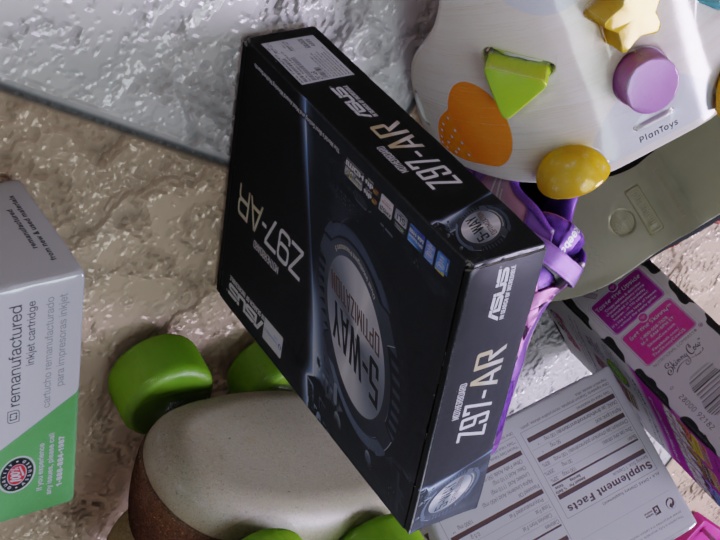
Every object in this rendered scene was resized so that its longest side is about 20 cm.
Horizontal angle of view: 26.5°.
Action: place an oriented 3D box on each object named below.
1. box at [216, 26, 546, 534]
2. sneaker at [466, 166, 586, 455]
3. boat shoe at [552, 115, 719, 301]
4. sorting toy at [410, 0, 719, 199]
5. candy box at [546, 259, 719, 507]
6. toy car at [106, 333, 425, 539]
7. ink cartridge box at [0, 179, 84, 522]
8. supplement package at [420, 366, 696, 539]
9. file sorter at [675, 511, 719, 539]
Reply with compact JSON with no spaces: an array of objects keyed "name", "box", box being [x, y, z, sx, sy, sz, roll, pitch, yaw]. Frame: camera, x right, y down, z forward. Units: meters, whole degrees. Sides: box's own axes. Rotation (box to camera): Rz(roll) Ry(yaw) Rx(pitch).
[{"name":"box","box":[0.000,0.000,0.746,0.043,0.200,0.161,-14,134,-30]},{"name":"sneaker","box":[0.077,0.007,0.825,0.080,0.088,0.202,41,50,-38]},{"name":"boat shoe","box":[0.156,-0.034,0.931,0.200,0.074,0.063,-25,174,10]},{"name":"sorting toy","box":[0.116,-0.149,0.771,0.199,0.107,0.181,-28,134,-3]},{"name":"candy box","box":[0.197,0.063,0.970,0.061,0.200,0.137,-39,142,-3]},{"name":"toy car","box":[-0.083,0.162,0.862,0.157,0.165,0.201,2,133,-41]},{"name":"ink cartridge box","box":[-0.233,0.056,0.687,0.198,0.084,0.147,-15,132,-30]},{"name":"supplement package","box":[0.088,0.168,0.976,0.155,0.112,0.200,-24,166,-22]},{"name":"file sorter","box":[0.333,0.334,1.387,0.139,0.126,0.200,-48,141,6]}]
